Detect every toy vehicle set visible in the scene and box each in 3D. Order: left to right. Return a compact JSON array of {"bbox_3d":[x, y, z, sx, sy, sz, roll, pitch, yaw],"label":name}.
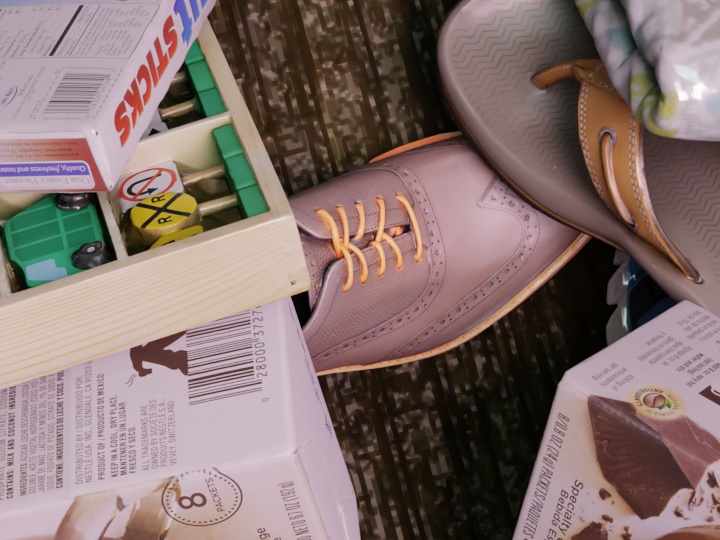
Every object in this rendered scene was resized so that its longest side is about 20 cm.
[{"bbox_3d":[-0.097,-0.036,0.736,0.123,0.200,0.027,-18,123,-5],"label":"toy vehicle set"}]

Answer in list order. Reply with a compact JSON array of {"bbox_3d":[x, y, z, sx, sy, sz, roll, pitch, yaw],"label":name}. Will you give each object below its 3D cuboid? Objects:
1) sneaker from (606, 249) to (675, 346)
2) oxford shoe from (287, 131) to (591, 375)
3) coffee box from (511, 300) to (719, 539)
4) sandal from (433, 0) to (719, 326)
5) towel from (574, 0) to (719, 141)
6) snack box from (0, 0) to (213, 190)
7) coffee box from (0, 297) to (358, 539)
[{"bbox_3d":[0.150,0.057,0.808,0.086,0.075,0.201,-6,73,-39],"label":"sneaker"},{"bbox_3d":[0.000,0.000,0.789,0.199,0.073,0.072,-25,85,-11],"label":"oxford shoe"},{"bbox_3d":[0.144,0.111,0.689,0.199,0.080,0.114,30,123,26],"label":"coffee box"},{"bbox_3d":[0.103,-0.029,0.753,0.081,0.055,0.200,-34,68,-10],"label":"sandal"},{"bbox_3d":[0.143,-0.110,0.775,0.170,0.048,0.201,-3,43,-17],"label":"towel"},{"bbox_3d":[-0.082,-0.091,0.747,0.071,0.024,0.201,-1,37,18],"label":"snack box"},{"bbox_3d":[-0.106,0.082,0.717,0.198,0.113,0.080,-13,45,5],"label":"coffee box"}]
